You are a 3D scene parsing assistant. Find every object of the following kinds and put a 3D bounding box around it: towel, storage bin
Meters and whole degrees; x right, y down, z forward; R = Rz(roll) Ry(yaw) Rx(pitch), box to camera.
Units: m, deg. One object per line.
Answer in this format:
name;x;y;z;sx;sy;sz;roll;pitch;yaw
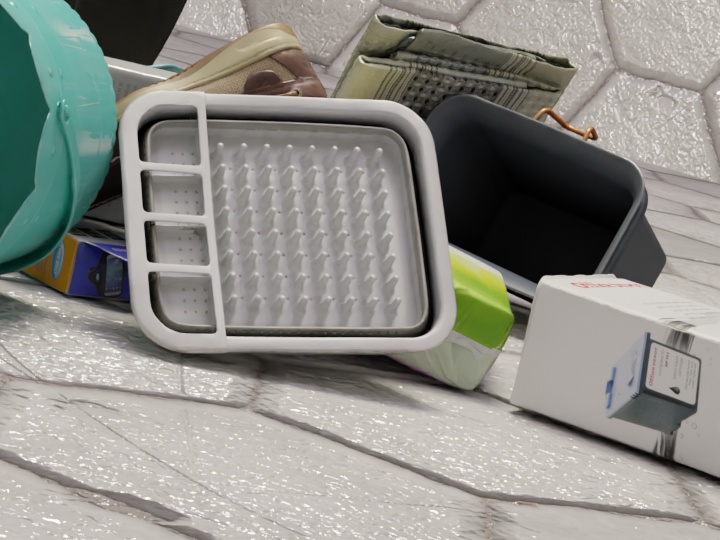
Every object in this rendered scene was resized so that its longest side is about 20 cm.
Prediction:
towel;0.052;-0.103;1.899;0.191;0.201;0.035;10;36;-27
storage bin;0.141;-0.038;1.855;0.199;0.146;0.134;25;-10;32

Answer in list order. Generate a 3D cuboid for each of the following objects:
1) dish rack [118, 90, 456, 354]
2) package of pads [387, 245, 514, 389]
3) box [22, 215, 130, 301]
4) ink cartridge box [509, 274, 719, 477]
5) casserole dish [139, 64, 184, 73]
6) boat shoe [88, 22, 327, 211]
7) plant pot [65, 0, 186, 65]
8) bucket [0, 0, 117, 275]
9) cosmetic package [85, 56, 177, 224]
dish rack;-0.048;-0.022;1.453;0.198;0.173;0.044;1;-27;-16
package of pads;0.000;0.000;1.570;0.199;0.069;0.155;27;9;-2
box;-0.181;-0.017;1.583;0.118;0.042;0.199;7;14;-41
ink cartridge box;0.215;0.070;1.500;0.199;0.087;0.146;17;8;27
casserole dish;-0.207;-0.087;1.692;0.199;0.039;0.121;-25;-11;15
boat shoe;-0.112;-0.078;1.523;0.072;0.199;0.072;57;-12;14
plant pot;-0.330;-0.306;2.756;0.199;0.179;0.199;22;11;38
bucket;-0.247;-0.087;1.399;0.206;0.209;0.135;16;9;17
cosmetic package;-0.196;-0.095;1.586;0.198;0.102;0.071;13;8;-13
